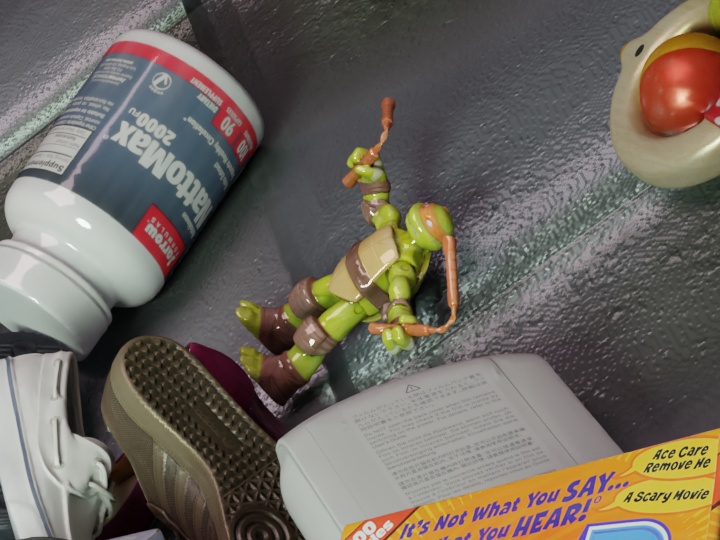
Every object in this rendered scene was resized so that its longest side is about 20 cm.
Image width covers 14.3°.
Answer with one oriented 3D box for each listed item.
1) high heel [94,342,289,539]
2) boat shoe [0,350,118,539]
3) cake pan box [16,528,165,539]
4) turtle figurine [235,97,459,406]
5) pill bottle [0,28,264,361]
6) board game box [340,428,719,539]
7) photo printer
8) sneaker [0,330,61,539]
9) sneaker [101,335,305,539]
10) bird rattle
[{"bbox_3d":[-0.145,0.116,1.697,0.199,0.096,0.068,-28,37,20],"label":"high heel"},{"bbox_3d":[-0.172,0.119,1.648,0.065,0.074,0.201,-17,50,-4],"label":"boat shoe"},{"bbox_3d":[-0.149,0.238,1.486,0.183,0.201,0.052,-17,12,33],"label":"cake pan box"},{"bbox_3d":[0.000,0.000,1.710,0.161,0.064,0.201,-37,42,21],"label":"turtle figurine"},{"bbox_3d":[-0.161,-0.046,1.871,0.119,0.120,0.201,8,59,49],"label":"pill bottle"},{"bbox_3d":[0.109,0.224,1.236,0.199,0.200,0.201,-17,41,31],"label":"board game box"},{"bbox_3d":[0.054,0.119,1.476,0.165,0.070,0.200,-18,32,-14],"label":"photo printer"},{"bbox_3d":[-0.213,0.122,1.772,0.070,0.082,0.200,7,31,-3],"label":"sneaker"},{"bbox_3d":[-0.076,0.128,1.610,0.070,0.076,0.200,-23,67,-32],"label":"sneaker"},{"bbox_3d":[0.212,-0.105,1.620,0.163,0.112,0.201,-32,47,35],"label":"bird rattle"}]
